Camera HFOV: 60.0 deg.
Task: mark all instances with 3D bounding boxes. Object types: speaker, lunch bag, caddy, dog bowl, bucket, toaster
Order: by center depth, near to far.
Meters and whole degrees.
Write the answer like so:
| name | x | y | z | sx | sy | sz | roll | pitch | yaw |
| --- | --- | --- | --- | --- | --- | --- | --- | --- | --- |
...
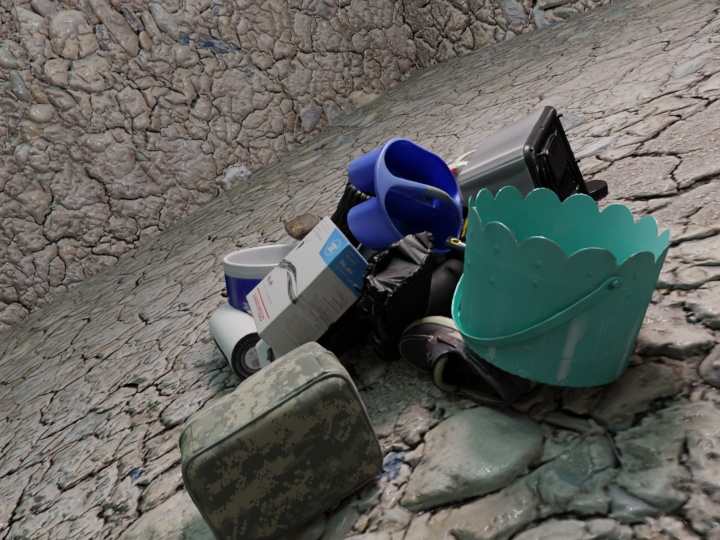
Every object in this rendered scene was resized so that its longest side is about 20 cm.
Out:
| name | x | y | z | sx | sy | sz | roll | pitch | yaw |
| --- | --- | --- | --- | --- | --- | --- | --- | --- | --- |
| bucket | 0.189 | 0.009 | 0.616 | 0.200 | 0.139 | 0.208 | 5 | 20 | -2 |
| lunch bag | -0.088 | 0.171 | 0.669 | 0.197 | 0.142 | 0.167 | -30 | 21 | -11 |
| toaster | 0.235 | -0.096 | 0.853 | 0.117 | 0.184 | 0.201 | -18 | 21 | 36 |
| caddy | 0.070 | -0.097 | 0.861 | 0.103 | 0.146 | 0.197 | -9 | -15 | 41 |
| speaker | -0.196 | 0.114 | 1.031 | 0.080 | 0.083 | 0.199 | -32 | 21 | -15 |
| dog bowl | -0.146 | 0.009 | 1.125 | 0.193 | 0.081 | 0.200 | -3 | 13 | 1 |

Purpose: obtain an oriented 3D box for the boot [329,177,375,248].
| name | x | y | z | sx | sy | sz | roll | pitch | yaw |
| --- | --- | --- | --- | --- | --- | --- | --- | --- | --- |
| boot | 0.037 | -0.102 | 1.102 | 0.207 | 0.081 | 0.159 | -12 | -30 | -39 |

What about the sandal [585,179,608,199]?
| name | x | y | z | sx | sy | sz | roll | pitch | yaw |
| --- | --- | --- | --- | --- | --- | --- | --- | --- | --- |
| sandal | 0.297 | -0.112 | 1.003 | 0.195 | 0.046 | 0.075 | -25 | 21 | 7 |

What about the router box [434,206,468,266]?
| name | x | y | z | sx | sy | sz | roll | pitch | yaw |
| --- | --- | --- | --- | --- | --- | --- | --- | --- | --- |
| router box | 0.133 | -0.064 | 1.017 | 0.146 | 0.052 | 0.201 | -16 | 25 | 27 |

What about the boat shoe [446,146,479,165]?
| name | x | y | z | sx | sy | sz | roll | pitch | yaw |
| --- | --- | --- | --- | --- | --- | --- | --- | --- | --- |
| boat shoe | 0.142 | -0.143 | 1.017 | 0.198 | 0.068 | 0.057 | -37 | 27 | -15 |

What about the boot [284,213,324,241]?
| name | x | y | z | sx | sy | sz | roll | pitch | yaw |
| --- | --- | --- | --- | --- | --- | --- | --- | --- | --- |
| boot | -0.100 | -0.072 | 1.253 | 0.182 | 0.066 | 0.198 | -10 | -6 | 34 |

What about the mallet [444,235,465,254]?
| name | x | y | z | sx | sy | sz | roll | pitch | yaw |
| --- | --- | --- | --- | --- | --- | --- | --- | --- | --- |
| mallet | 0.197 | -0.013 | 0.793 | 0.066 | 0.042 | 0.198 | -41 | 48 | -20 |

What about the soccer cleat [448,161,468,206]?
| name | x | y | z | sx | sy | sz | roll | pitch | yaw |
| --- | --- | --- | --- | --- | --- | --- | --- | --- | --- |
| soccer cleat | 0.207 | -0.138 | 0.984 | 0.193 | 0.072 | 0.078 | -5 | 6 | -10 |

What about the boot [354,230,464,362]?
| name | x | y | z | sx | sy | sz | roll | pitch | yaw |
| --- | --- | --- | --- | --- | --- | --- | --- | --- | --- |
| boot | 0.076 | 0.014 | 0.798 | 0.197 | 0.165 | 0.073 | -40 | 58 | -22 |

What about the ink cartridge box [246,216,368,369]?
| name | x | y | z | sx | sy | sz | roll | pitch | yaw |
| --- | --- | --- | --- | --- | --- | --- | --- | --- | --- |
| ink cartridge box | -0.081 | 0.037 | 0.816 | 0.200 | 0.068 | 0.116 | -45 | 28 | 2 |

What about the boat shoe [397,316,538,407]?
| name | x | y | z | sx | sy | sz | roll | pitch | yaw |
| --- | --- | --- | --- | --- | --- | --- | --- | --- | --- |
| boat shoe | 0.104 | 0.103 | 0.693 | 0.064 | 0.074 | 0.197 | -32 | 26 | -32 |

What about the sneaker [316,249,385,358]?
| name | x | y | z | sx | sy | sz | roll | pitch | yaw |
| --- | --- | --- | --- | --- | --- | --- | --- | --- | --- |
| sneaker | -0.023 | 0.065 | 0.854 | 0.103 | 0.203 | 0.060 | -14 | 49 | -45 |

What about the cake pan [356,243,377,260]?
| name | x | y | z | sx | sy | sz | roll | pitch | yaw |
| --- | --- | --- | --- | --- | --- | --- | --- | --- | --- |
| cake pan | 0.000 | 0.000 | 0.979 | 0.203 | 0.036 | 0.200 | -59 | -2 | -4 |
